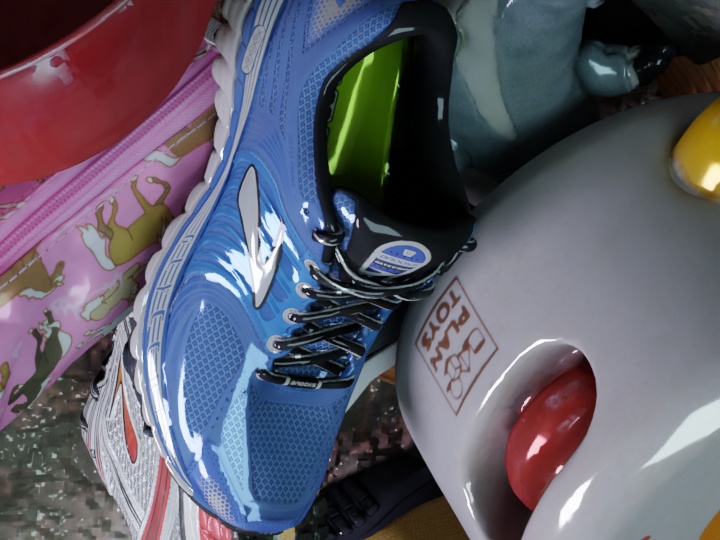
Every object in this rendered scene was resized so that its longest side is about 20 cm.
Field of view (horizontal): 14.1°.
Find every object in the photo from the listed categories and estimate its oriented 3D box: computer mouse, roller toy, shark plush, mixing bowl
[{"bbox_3d":[0.050,0.092,1.204,0.199,0.034,0.059,-26,127,0],"label":"computer mouse"},{"bbox_3d":[0.110,0.036,0.995,0.182,0.140,0.200,-31,145,0],"label":"roller toy"},{"bbox_3d":[0.067,-0.083,0.971,0.083,0.091,0.200,20,137,-1],"label":"shark plush"},{"bbox_3d":[-0.121,-0.101,0.926,0.200,0.201,0.109,-23,144,-1],"label":"mixing bowl"}]

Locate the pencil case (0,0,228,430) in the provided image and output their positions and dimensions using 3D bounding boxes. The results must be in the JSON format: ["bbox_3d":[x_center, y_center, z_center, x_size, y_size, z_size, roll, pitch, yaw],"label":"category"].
[{"bbox_3d":[-0.096,-0.017,0.984,0.200,0.083,0.087,-41,129,-14],"label":"pencil case"}]

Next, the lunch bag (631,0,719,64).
[{"bbox_3d":[0.129,-0.197,0.959,0.164,0.117,0.200,38,73,-26],"label":"lunch bag"}]

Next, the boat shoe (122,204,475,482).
[{"bbox_3d":[0.000,0.000,1.046,0.200,0.075,0.060,-40,115,-33],"label":"boat shoe"}]

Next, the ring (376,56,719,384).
[{"bbox_3d":[0.059,-0.037,1.125,0.200,0.019,0.201,-8,126,-11],"label":"ring"}]

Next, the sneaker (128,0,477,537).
[{"bbox_3d":[-0.015,-0.005,0.936,0.078,0.089,0.201,-1,110,-35],"label":"sneaker"}]

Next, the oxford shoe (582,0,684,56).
[{"bbox_3d":[0.134,-0.123,1.061,0.199,0.072,0.071,-10,166,-16],"label":"oxford shoe"}]

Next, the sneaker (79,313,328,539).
[{"bbox_3d":[-0.075,0.041,1.097,0.078,0.082,0.201,-34,123,-50],"label":"sneaker"}]

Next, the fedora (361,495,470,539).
[{"bbox_3d":[0.031,0.144,1.155,0.200,0.082,0.201,-28,162,-10],"label":"fedora"}]
